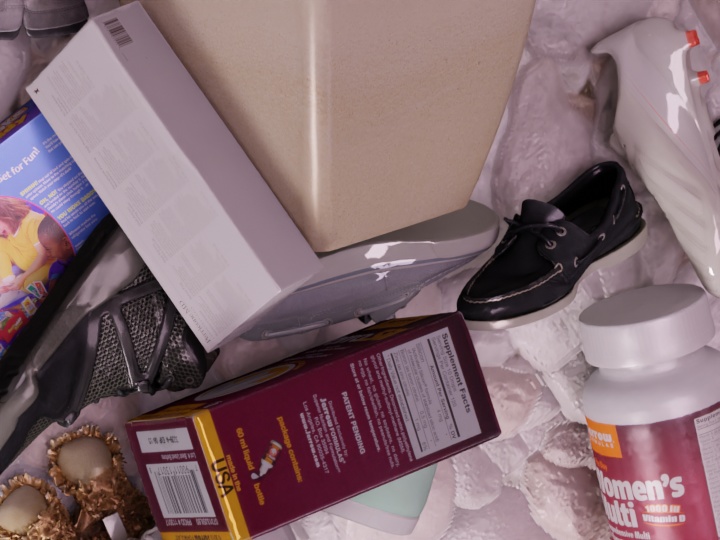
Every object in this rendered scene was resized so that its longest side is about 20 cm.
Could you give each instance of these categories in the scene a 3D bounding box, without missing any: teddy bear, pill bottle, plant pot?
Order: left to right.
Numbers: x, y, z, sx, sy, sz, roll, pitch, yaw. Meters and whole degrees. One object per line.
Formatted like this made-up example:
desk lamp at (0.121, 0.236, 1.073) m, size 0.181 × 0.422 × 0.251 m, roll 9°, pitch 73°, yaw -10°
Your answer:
teddy bear at (-0.156, 0.197, 1.731) m, size 0.200 × 0.067 × 0.145 m, roll 35°, pitch 74°, yaw -16°
plant pot at (-0.022, -0.123, 1.648) m, size 0.200 × 0.199 × 0.178 m, roll -17°, pitch 117°, yaw -40°
pill bottle at (0.215, 0.118, 1.840) m, size 0.109 × 0.110 × 0.201 m, roll -18°, pitch 104°, yaw -19°

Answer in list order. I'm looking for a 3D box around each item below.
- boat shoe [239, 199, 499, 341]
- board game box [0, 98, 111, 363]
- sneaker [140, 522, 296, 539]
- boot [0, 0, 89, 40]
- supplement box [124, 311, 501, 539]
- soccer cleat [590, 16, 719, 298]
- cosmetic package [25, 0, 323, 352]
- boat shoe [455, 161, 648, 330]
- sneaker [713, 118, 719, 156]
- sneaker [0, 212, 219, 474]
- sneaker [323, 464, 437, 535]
boat shoe at (0.000, 0.001, 1.765) m, size 0.200 × 0.070 × 0.072 m, roll -13°, pitch 126°, yaw -25°
board game box at (-0.205, -0.024, 1.681) m, size 0.200 × 0.045 × 0.135 m, roll -38°, pitch 110°, yaw -13°
sneaker at (-0.127, 0.191, 1.679) m, size 0.199 × 0.075 × 0.087 m, roll -7°, pitch 73°, yaw -26°
boot at (-0.256, -0.205, 1.624) m, size 0.199 × 0.070 × 0.132 m, roll 3°, pitch 102°, yaw -19°
supplement box at (-0.029, 0.098, 1.648) m, size 0.199 × 0.110 × 0.086 m, roll -21°, pitch 95°, yaw -28°
soccer cleat at (0.215, -0.075, 1.825) m, size 0.077 × 0.069 × 0.201 m, roll -15°, pitch 87°, yaw 13°
cosmetic package at (-0.113, -0.057, 1.605) m, size 0.200 × 0.082 × 0.051 m, roll 55°, pitch 40°, yaw 4°
boat shoe at (0.126, -0.020, 1.771) m, size 0.199 × 0.074 × 0.066 m, roll -28°, pitch 118°, yaw -41°
sneaker at (0.350, -0.097, 1.892) m, size 0.200 × 0.075 × 0.116 m, roll -31°, pitch 113°, yaw -5°
sneaker at (-0.162, 0.067, 1.646) m, size 0.114 × 0.076 × 0.200 m, roll 41°, pitch 76°, yaw -16°
sneaker at (-0.029, 0.096, 1.754) m, size 0.200 × 0.074 × 0.119 m, roll 18°, pitch 97°, yaw -33°
